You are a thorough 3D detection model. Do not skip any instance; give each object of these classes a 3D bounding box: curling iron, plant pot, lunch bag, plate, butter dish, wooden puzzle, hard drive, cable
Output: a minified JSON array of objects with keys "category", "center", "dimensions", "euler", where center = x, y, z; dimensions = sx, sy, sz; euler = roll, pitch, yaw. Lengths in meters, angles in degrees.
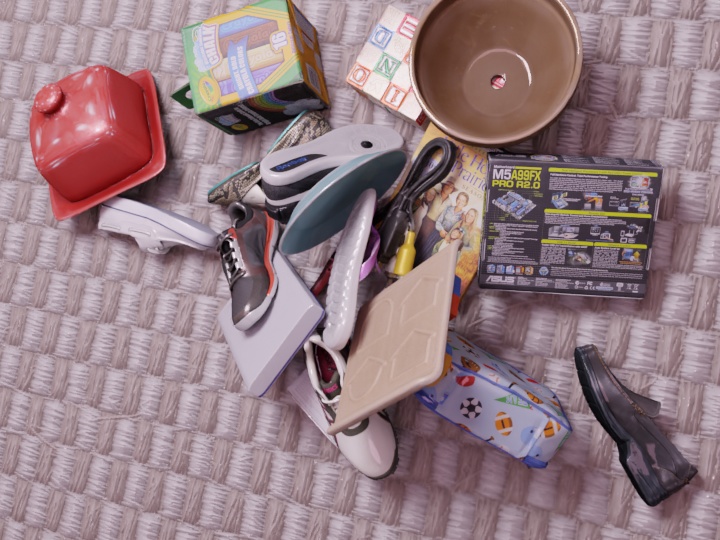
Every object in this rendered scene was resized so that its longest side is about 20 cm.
[{"category":"curling iron","center":[-0.043,-0.011,1.103],"dimensions":[0.050,0.026,0.200],"euler":[40,99,-22]},{"category":"plant pot","center":[0.161,-0.238,0.975],"dimensions":[0.199,0.093,0.203],"euler":[-1,84,14]},{"category":"lunch bag","center":[0.149,0.143,0.959],"dimensions":[0.199,0.160,0.076],"euler":[32,100,-5]},{"category":"plate","center":[-0.026,-0.090,1.020],"dimensions":[0.200,0.200,0.026],"euler":[-39,80,9]},{"category":"butter dish","center":[-0.393,-0.205,1.150],"dimensions":[0.198,0.148,0.201],"euler":[-23,60,12]},{"category":"wooden puzzle","center":[0.048,0.081,0.916],"dimensions":[0.046,0.201,0.185],"euler":[34,137,-19]},{"category":"hard drive","center":[-0.121,0.058,1.057],"dimensions":[0.132,0.025,0.200],"euler":[-53,30,6]},{"category":"cable","center":[0.057,-0.075,1.030],"dimensions":[0.097,0.050,0.201],"euler":[33,99,44]}]

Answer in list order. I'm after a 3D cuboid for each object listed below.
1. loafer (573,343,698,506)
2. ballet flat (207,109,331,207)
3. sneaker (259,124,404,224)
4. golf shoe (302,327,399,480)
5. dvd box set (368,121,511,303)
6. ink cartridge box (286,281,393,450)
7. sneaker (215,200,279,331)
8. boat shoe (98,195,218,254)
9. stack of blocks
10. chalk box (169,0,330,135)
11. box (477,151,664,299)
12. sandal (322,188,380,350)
[{"category":"loafer","center":[0.319,0.171,0.969],"dimensions":[0.072,0.073,0.201],"euler":[-28,87,3]},{"category":"ballet flat","center":[-0.118,-0.134,1.125],"dimensions":[0.200,0.068,0.075],"euler":[-38,85,6]},{"category":"sneaker","center":[-0.038,-0.122,1.100],"dimensions":[0.199,0.112,0.073],"euler":[-17,49,-18]},{"category":"golf shoe","center":[-0.021,0.165,1.003],"dimensions":[0.077,0.088,0.201],"euler":[-29,78,10]},{"category":"dvd box set","center":[0.111,-0.076,1.036],"dimensions":[0.146,0.029,0.201],"euler":[34,110,12]},{"category":"ink cartridge box","center":[0.011,0.123,1.069],"dimensions":[0.200,0.050,0.109],"euler":[-47,74,7]},{"category":"sneaker","center":[-0.159,-0.010,1.070],"dimensions":[0.077,0.082,0.201],"euler":[-37,36,29]},{"category":"boat shoe","center":[-0.289,-0.055,1.168],"dimensions":[0.199,0.073,0.066],"euler":[20,94,27]},{"category":"stack of blocks","center":[0.095,-0.244,1.073],"dimensions":[0.199,0.059,0.116],"euler":[32,95,16]},{"category":"chalk box","center":[-0.160,-0.268,1.116],"dimensions":[0.198,0.125,0.125],"euler":[-12,82,14]},{"category":"box","center":[0.243,-0.053,0.971],"dimensions":[0.198,0.044,0.162],"euler":[3,109,5]},{"category":"sandal","center":[-0.003,0.001,0.999],"dimensions":[0.049,0.082,0.204],"euler":[18,75,-19]}]
